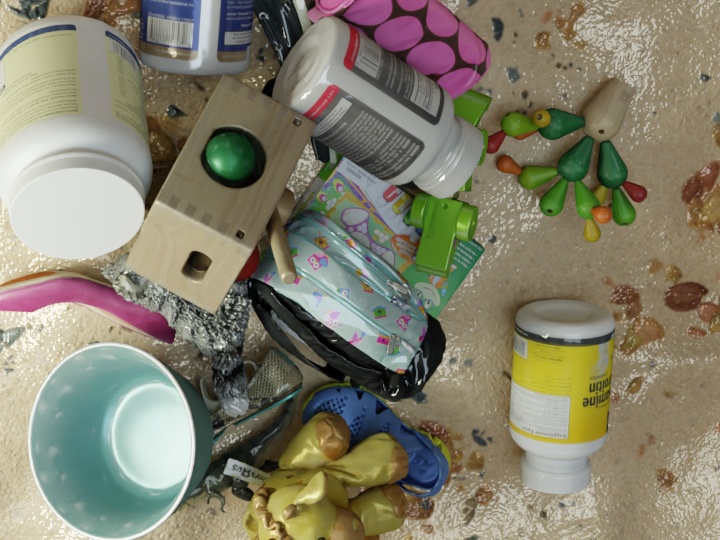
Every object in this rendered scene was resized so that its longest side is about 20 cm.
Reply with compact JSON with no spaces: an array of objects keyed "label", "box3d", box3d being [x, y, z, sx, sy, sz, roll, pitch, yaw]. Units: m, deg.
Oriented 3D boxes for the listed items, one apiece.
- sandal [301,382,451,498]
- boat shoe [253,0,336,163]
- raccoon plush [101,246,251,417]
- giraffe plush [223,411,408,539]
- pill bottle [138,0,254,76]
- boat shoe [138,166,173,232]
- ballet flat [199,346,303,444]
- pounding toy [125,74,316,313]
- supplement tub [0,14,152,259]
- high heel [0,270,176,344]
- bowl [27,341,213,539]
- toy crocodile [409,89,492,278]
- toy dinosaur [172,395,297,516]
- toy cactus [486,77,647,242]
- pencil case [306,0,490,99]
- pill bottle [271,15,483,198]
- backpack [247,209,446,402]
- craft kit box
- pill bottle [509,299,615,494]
[{"label":"sandal","box3d":[0.026,0.190,1.765,0.199,0.087,0.080,28,99,-19]},{"label":"boat shoe","box3d":[-0.071,-0.199,1.629,0.066,0.075,0.200,-14,115,-1]},{"label":"raccoon plush","box3d":[-0.182,0.059,1.613,0.133,0.097,0.201,-10,89,-23]},{"label":"giraffe plush","box3d":[-0.048,0.247,1.651,0.199,0.162,0.173,4,101,-1]},{"label":"pill bottle","box3d":[-0.155,-0.296,1.556,0.110,0.111,0.201,2,106,-16]},{"label":"boat shoe","box3d":[-0.213,-0.070,1.641,0.199,0.063,0.074,13,76,-21]},{"label":"ballet flat","box3d":[-0.153,0.150,1.713,0.200,0.068,0.075,-38,93,10]},{"label":"pounding toy","box3d":[-0.115,-0.058,1.506,0.142,0.200,0.185,28,61,-6]},{"label":"supplement tub","box3d":[-0.271,-0.126,1.508,0.144,0.201,0.145,-7,141,-6]},{"label":"high heel","box3d":[-0.286,0.045,1.647,0.199,0.067,0.096,-11,99,-26]},{"label":"bowl","box3d":[-0.232,0.173,1.653,0.200,0.105,0.202,-1,88,24]},{"label":"toy crocodile","box3d":[0.096,-0.092,1.681,0.067,0.062,0.201,10,93,16]},{"label":"toy dinosaur","box3d":[-0.121,0.222,1.755,0.200,0.047,0.088,-40,107,-7]},{"label":"toy cactus","box3d":[0.241,-0.133,1.732,0.200,0.102,0.165,33,85,-12]},{"label":"pencil case","box3d":[0.041,-0.243,1.620,0.200,0.091,0.094,32,94,-36]},{"label":"pill bottle","box3d":[0.021,-0.153,1.573,0.200,0.111,0.111,31,96,-25]},{"label":"backpack","box3d":[-0.019,0.034,1.636,0.200,0.167,0.127,39,74,-19]},{"label":"craft kit box","box3d":[0.000,0.000,1.724,0.200,0.049,0.198,33,98,-21]},{"label":"pill bottle","box3d":[0.223,0.141,1.789,0.111,0.112,0.201,-3,107,-14]}]
